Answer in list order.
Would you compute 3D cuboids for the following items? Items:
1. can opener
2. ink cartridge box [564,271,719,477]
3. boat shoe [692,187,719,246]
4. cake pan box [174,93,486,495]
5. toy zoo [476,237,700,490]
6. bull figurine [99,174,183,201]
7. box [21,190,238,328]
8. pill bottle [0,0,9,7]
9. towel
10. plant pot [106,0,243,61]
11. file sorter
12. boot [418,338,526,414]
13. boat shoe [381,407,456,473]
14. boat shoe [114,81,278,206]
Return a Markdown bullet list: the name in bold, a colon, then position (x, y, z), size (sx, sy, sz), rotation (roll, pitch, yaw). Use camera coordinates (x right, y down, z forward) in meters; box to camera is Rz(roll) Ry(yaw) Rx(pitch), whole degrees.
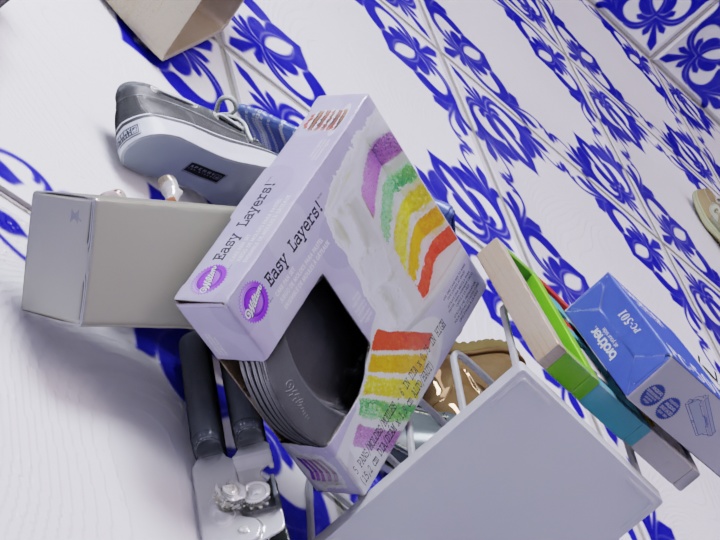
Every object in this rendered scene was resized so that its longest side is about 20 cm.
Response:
- **can opener**: position (-0.084, 0.115, 1.224), size (0.201, 0.052, 0.067), rotation (-106, -176, -48)
- **ink cartridge box**: position (0.226, 0.087, 1.308), size (0.200, 0.044, 0.094), rotation (38, 14, -41)
- **boat shoe**: position (0.604, -0.066, 3.068), size (0.073, 0.063, 0.201), rotation (31, 26, -43)
- **cake pan box**: position (-0.015, 0.017, 1.227), size (0.185, 0.052, 0.200), rotation (56, 52, -30)
- **toy zoo**: position (0.164, 0.072, 1.294), size (0.200, 0.020, 0.131), rotation (41, 14, -34)
- **bull figurine**: position (-0.120, -0.006, 1.330), size (0.200, 0.065, 0.122), rotation (36, 23, -34)
- **box**: position (-0.115, -0.004, 1.215), size (0.199, 0.083, 0.068), rotation (5, 3, -45)
- **pill bottle**: position (-0.281, -0.238, 1.334), size (0.116, 0.116, 0.200), rotation (45, 19, -11)
- **towel**: position (-0.008, -0.064, 1.558), size (0.199, 0.024, 0.145), rotation (27, -14, 12)
- **plant pot**: position (-0.165, -0.330, 1.684), size (0.177, 0.200, 0.200), rotation (36, 19, 1)
- **file sorter**: position (0.074, 0.145, 1.276), size (0.139, 0.200, 0.125), rotation (43, 15, -19)
- **boot**: position (0.117, 0.152, 1.570), size (0.175, 0.066, 0.201), rotation (6, 45, -47)
- **boat shoe**: position (0.091, 0.131, 1.456), size (0.199, 0.062, 0.073), rotation (17, 42, -18)
- **boat shoe**: position (-0.117, -0.097, 1.497), size (0.199, 0.073, 0.068), rotation (17, 50, -43)
